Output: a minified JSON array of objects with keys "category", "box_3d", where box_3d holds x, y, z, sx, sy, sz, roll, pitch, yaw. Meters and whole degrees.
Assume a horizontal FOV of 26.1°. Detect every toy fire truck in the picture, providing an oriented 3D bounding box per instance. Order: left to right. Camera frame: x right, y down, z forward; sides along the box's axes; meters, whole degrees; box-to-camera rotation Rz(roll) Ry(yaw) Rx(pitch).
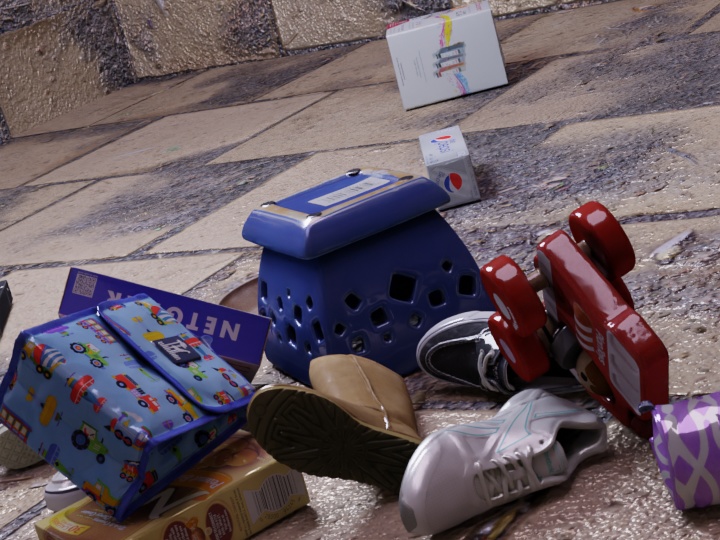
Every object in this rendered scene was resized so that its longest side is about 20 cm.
[{"category":"toy fire truck","box_3d":[0.190,0.056,1.253,0.112,0.200,0.168,-31,60,-8]}]

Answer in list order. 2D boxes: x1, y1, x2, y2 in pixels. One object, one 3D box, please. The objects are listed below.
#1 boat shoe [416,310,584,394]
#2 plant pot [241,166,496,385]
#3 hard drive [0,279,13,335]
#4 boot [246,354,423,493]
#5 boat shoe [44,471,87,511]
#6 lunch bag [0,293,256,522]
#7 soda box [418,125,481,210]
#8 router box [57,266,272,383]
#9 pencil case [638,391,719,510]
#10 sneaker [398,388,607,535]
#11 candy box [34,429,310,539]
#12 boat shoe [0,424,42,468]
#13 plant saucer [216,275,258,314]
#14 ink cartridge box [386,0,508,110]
[{"category":"boat shoe","box_3d":[0.136,0.083,1.419,0.200,0.072,0.068,1,21,27]},{"category":"plant pot","box_3d":[0.000,0.000,1.612,0.200,0.180,0.200,-22,17,-21]},{"category":"hard drive","box_3d":[-0.557,0.072,2.139,0.139,0.038,0.200,-17,15,-3]},{"category":"boot","box_3d":[-0.025,0.119,1.351,0.175,0.066,0.200,26,11,-15]},{"category":"boat shoe","box_3d":[-0.232,0.161,1.491,0.072,0.066,0.200,-1,21,40]},{"category":"lunch bag","box_3d":[-0.185,0.100,1.316,0.150,0.094,0.200,36,30,15]},{"category":"soda box","box_3d":[0.124,-0.146,2.181,0.063,0.068,0.200,-16,16,4]},{"category":"router box","box_3d":[-0.194,0.060,1.544,0.200,0.049,0.180,15,-13,-5]},{"category":"pencil case","box_3d":[0.307,0.118,1.124,0.199,0.084,0.085,-12,-7,8]},{"category":"sneaker","box_3d":[0.113,0.148,1.214,0.200,0.071,0.080,-27,22,-36]},{"category":"candy box","box_3d":[-0.156,0.203,1.300,0.200,0.055,0.115,-25,20,-31]},{"category":"boat shoe","box_3d":[-0.286,0.141,1.598,0.200,0.075,0.062,-22,22,-6]},{"category":"plant saucer","box_3d":[-0.069,0.033,1.823,0.200,0.037,0.200,-15,16,4]},{"category":"ink cartridge box","box_3d":[0.160,-0.398,2.849,0.199,0.145,0.145,-13,16,6]}]
